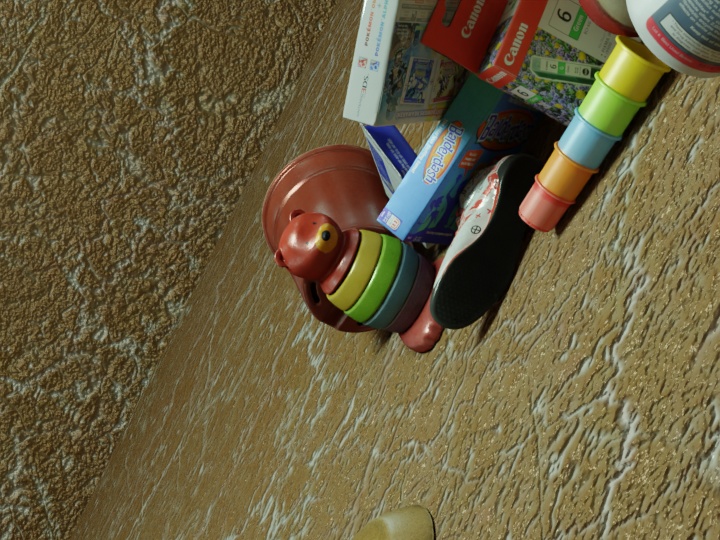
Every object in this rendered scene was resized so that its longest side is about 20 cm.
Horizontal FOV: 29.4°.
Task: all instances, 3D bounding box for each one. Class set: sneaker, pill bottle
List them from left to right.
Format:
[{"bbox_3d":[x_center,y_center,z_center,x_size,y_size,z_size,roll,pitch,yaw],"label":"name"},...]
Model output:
[{"bbox_3d":[0.126,-0.029,1.453,0.202,0.067,0.108,-63,11,-6],"label":"sneaker"},{"bbox_3d":[0.310,-0.249,1.067,0.200,0.119,0.120,-43,25,54],"label":"pill bottle"}]

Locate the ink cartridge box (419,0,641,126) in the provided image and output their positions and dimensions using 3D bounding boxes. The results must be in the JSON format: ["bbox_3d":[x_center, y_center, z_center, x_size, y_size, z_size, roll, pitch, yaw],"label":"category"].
[{"bbox_3d":[0.171,-0.229,1.363,0.109,0.200,0.050,-66,13,-12],"label":"ink cartridge box"}]

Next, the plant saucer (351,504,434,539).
[{"bbox_3d":[0.005,0.313,1.324,0.200,0.035,0.200,-57,15,24],"label":"plant saucer"}]

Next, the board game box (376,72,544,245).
[{"bbox_3d":[0.117,-0.122,1.512,0.200,0.045,0.152,-58,-23,15],"label":"board game box"}]

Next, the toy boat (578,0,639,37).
[{"bbox_3d":[0.261,-0.314,1.324,0.131,0.130,0.200,-24,40,60],"label":"toy boat"}]

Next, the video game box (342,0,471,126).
[{"bbox_3d":[0.064,-0.243,1.401,0.200,0.047,0.183,-14,-63,-59],"label":"video game box"}]

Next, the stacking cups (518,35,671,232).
[{"bbox_3d":[0.217,-0.124,1.309,0.200,0.060,0.061,-59,14,23],"label":"stacking cups"}]

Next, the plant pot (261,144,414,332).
[{"bbox_3d":[-0.015,-0.030,1.743,0.201,0.200,0.195,-58,23,19],"label":"plant pot"}]

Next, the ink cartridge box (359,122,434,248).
[{"bbox_3d":[0.052,-0.108,1.603,0.039,0.100,0.200,-33,-24,-2],"label":"ink cartridge box"}]

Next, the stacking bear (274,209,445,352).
[{"bbox_3d":[0.000,0.000,1.569,0.122,0.200,0.114,-68,15,-18],"label":"stacking bear"}]
